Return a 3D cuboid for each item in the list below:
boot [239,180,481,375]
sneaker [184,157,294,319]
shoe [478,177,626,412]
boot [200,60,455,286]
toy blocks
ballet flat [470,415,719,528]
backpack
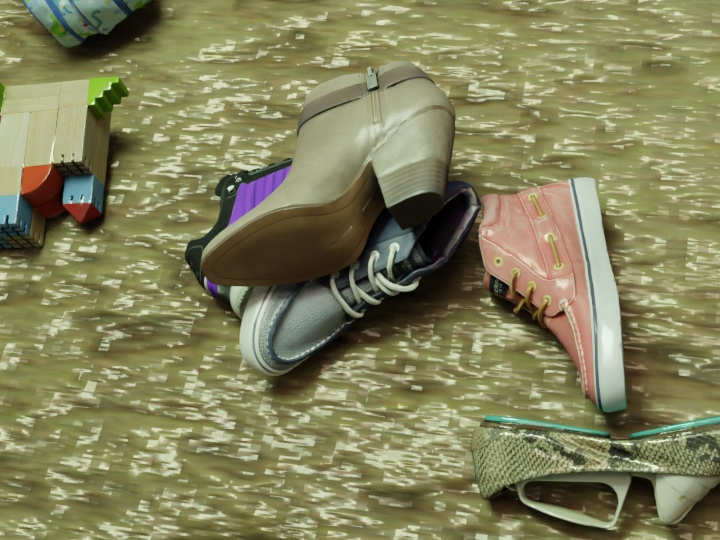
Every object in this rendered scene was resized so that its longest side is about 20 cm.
[{"bbox_3d":[0.000,0.000,0.901,0.090,0.073,0.200,10,55,51],"label":"boot"},{"bbox_3d":[-0.061,-0.060,0.969,0.099,0.070,0.200,31,67,29],"label":"sneaker"},{"bbox_3d":[0.135,0.018,0.884,0.091,0.072,0.200,-8,50,8],"label":"shoe"},{"bbox_3d":[-0.024,-0.076,0.895,0.200,0.070,0.146,-16,47,4],"label":"boot"},{"bbox_3d":[-0.291,-0.081,1.023,0.200,0.100,0.137,-3,69,9],"label":"toy blocks"},{"bbox_3d":[0.172,0.132,0.815,0.200,0.068,0.075,-3,79,15],"label":"ballet flat"},{"bbox_3d":[-0.268,-0.301,1.124,0.200,0.163,0.154,39,80,22],"label":"backpack"}]
